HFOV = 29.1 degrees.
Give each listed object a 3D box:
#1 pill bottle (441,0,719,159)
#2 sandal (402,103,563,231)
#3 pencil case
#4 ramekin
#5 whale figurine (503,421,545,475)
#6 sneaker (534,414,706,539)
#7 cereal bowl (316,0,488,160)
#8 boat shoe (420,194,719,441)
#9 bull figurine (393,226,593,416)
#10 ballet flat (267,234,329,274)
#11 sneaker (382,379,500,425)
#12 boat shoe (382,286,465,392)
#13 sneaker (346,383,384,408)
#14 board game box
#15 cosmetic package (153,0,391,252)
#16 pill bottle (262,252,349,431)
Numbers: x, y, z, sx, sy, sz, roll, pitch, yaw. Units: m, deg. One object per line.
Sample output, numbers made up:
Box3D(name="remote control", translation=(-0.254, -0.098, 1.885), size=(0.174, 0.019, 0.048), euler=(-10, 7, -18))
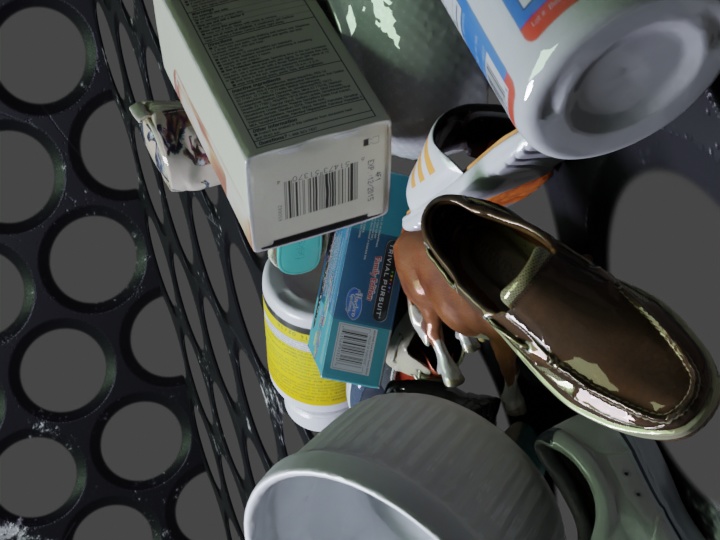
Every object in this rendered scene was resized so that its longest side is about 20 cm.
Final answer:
Box3D(name="pill bottle", translation=(0.083, -0.161, 0.651), size=(0.113, 0.111, 0.202), euler=(96, 153, -57))
Box3D(name="sandal", translation=(0.081, -0.077, 0.836), size=(0.207, 0.078, 0.060), euler=(-38, 69, 66))
Box3D(name="pencil case", translation=(-0.084, -0.126, 1.132), size=(0.078, 0.197, 0.090), euler=(-120, 17, -53))
Box3D(name="ramekin", translation=(0.035, 0.172, 0.865), size=(0.198, 0.105, 0.202), euler=(23, 135, 25))
Box3D(name="whale figurine", translation=(0.115, 0.217, 1.004), size=(0.159, 0.102, 0.203), euler=(-39, -40, -70))
Box3D(name="sneaker", translation=(0.162, 0.173, 0.802), size=(0.073, 0.070, 0.202), euler=(96, 154, -56))
Box3D(name="cereal bowl", translation=(0.011, -0.169, 0.965), size=(0.200, 0.082, 0.203), euler=(162, 90, -76))
Box3D(name="boat shoe", translation=(0.102, 0.021, 0.750), size=(0.202, 0.075, 0.075), euler=(36, -177, 40))
Box3D(name="bull figurine", translation=(0.089, 0.026, 0.902), size=(0.200, 0.064, 0.123), euler=(30, 138, 58))
Box3D(name="ballet flat", translation=(-0.049, -0.074, 1.097), size=(0.201, 0.066, 0.063), euler=(109, 154, -53))
Box3D(name="sneaker", translation=(0.049, 0.115, 0.994), size=(0.200, 0.090, 0.077), euler=(38, -109, -82))
Box3D(name="boat shoe", translation=(0.055, 0.052, 1.077), size=(0.201, 0.070, 0.063), euler=(99, 155, -47))
Box3D(name="sneaker", translation=(0.045, 0.179, 1.207), size=(0.147, 0.076, 0.204), euler=(-107, 0, -50))
Box3D(name="board game box", translation=(0.000, 0.000, 1.075), size=(0.200, 0.046, 0.153), euler=(-144, 66, -84))
Box3D(name="cosmetic package", translation=(-0.062, -0.120, 0.930), size=(0.088, 0.102, 0.201), euler=(91, 158, -48))
Box3D(name="pill bottle", translation=(-0.037, 0.067, 1.350), size=(0.201, 0.110, 0.112), euler=(90, 157, -49))
